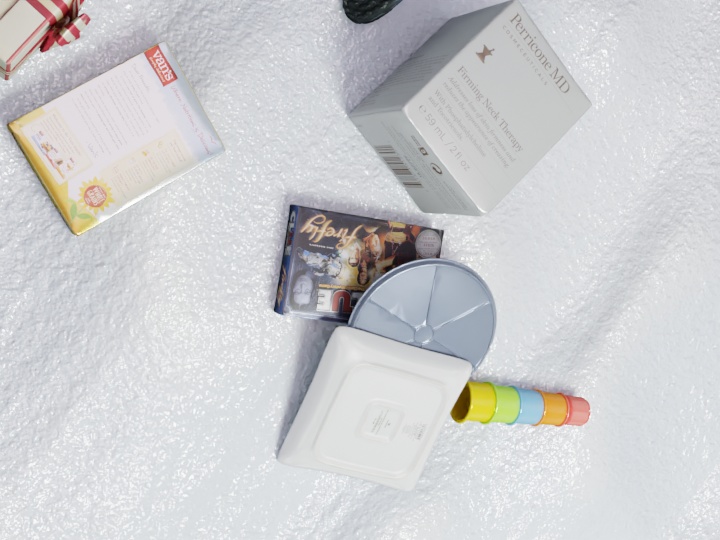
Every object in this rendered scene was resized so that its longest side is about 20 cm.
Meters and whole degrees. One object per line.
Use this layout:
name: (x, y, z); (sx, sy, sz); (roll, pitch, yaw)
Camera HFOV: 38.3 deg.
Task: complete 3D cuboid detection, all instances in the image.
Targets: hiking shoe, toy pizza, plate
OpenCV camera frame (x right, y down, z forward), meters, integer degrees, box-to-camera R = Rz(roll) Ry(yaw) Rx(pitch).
hiking shoe: (0.063, -0.373, 1.266); (0.200, 0.087, 0.074); (-46, 74, 9)
toy pizza: (0.075, 0.074, 1.295); (0.200, 0.032, 0.201); (-7, 116, -15)
plate: (0.023, 0.183, 1.291); (0.200, 0.032, 0.200); (17, 107, -24)

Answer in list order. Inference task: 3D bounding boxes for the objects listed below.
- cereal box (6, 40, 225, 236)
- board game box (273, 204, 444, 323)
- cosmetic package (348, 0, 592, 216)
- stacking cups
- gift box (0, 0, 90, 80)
cereal box: (-0.272, -0.149, 1.170); (0.200, 0.040, 0.144); (-32, 106, -17)
board game box: (0.000, 0.000, 1.296); (0.199, 0.035, 0.136); (8, 92, -23)
cosmetic package: (0.130, -0.193, 1.260); (0.200, 0.166, 0.167); (-45, 109, -13)
stacking cups: (0.217, 0.178, 1.393); (0.200, 0.060, 0.061); (6, 93, -26)
gift box: (-0.347, -0.314, 1.048); (0.187, 0.185, 0.200); (44, 85, -18)
